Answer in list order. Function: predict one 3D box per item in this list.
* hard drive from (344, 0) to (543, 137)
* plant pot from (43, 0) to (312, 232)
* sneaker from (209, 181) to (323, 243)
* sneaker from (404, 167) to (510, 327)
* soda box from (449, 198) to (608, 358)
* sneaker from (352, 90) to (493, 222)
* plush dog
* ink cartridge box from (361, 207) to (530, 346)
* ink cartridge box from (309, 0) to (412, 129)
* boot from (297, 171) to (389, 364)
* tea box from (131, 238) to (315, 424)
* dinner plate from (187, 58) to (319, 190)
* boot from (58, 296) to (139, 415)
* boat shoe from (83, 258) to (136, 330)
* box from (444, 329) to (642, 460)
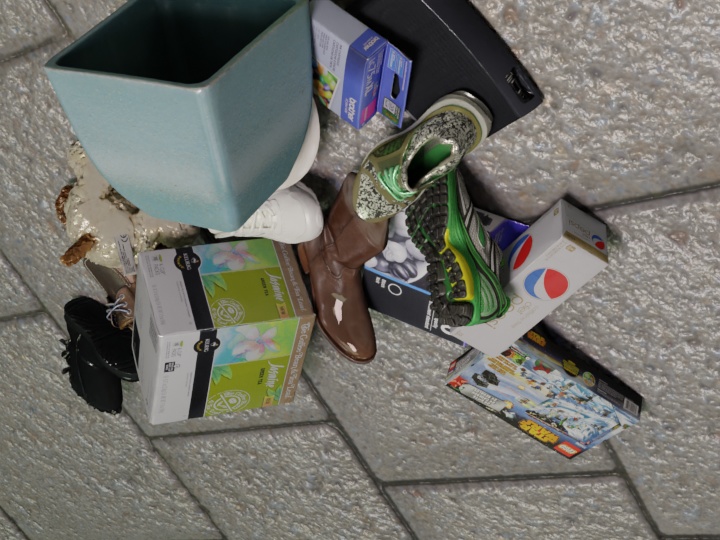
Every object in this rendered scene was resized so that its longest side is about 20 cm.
[{"bbox_3d":[0.079,-0.214,1.323,0.200,0.042,0.135,47,137,-16],"label":"hard drive"},{"bbox_3d":[-0.164,-0.154,1.301,0.196,0.196,0.200,11,131,28],"label":"plant pot"},{"bbox_3d":[-0.131,-0.063,1.519,0.200,0.099,0.078,7,112,42],"label":"sneaker"},{"bbox_3d":[0.107,-0.031,1.401,0.085,0.200,0.078,3,157,-36],"label":"sneaker"},{"bbox_3d":[0.185,0.012,1.426,0.068,0.064,0.200,29,131,-20],"label":"soda box"},{"bbox_3d":[0.048,-0.106,1.334,0.077,0.089,0.200,42,130,-7],"label":"sneaker"},{"bbox_3d":[-0.326,-0.052,1.665,0.200,0.161,0.172,36,165,-2],"label":"plush dog"},{"bbox_3d":[0.102,-0.001,1.514,0.200,0.043,0.198,20,137,12],"label":"ink cartridge box"},{"bbox_3d":[-0.038,-0.227,1.335,0.200,0.042,0.119,35,152,14],"label":"ink cartridge box"},{"bbox_3d":[0.000,0.000,1.491,0.187,0.064,0.200,62,150,9],"label":"boot"},{"bbox_3d":[-0.177,0.075,1.615,0.197,0.134,0.200,-9,145,-19],"label":"tea box"},{"bbox_3d":[-0.135,-0.173,1.410,0.200,0.024,0.200,18,129,24],"label":"dinner plate"},{"bbox_3d":[-0.371,0.146,1.884,0.198,0.073,0.163,36,137,33],"label":"boot"},{"bbox_3d":[-0.315,0.046,1.785,0.200,0.072,0.072,44,137,-13],"label":"boat shoe"},{"bbox_3d":[0.222,0.147,1.561,0.200,0.040,0.137,32,139,-15],"label":"box"}]
